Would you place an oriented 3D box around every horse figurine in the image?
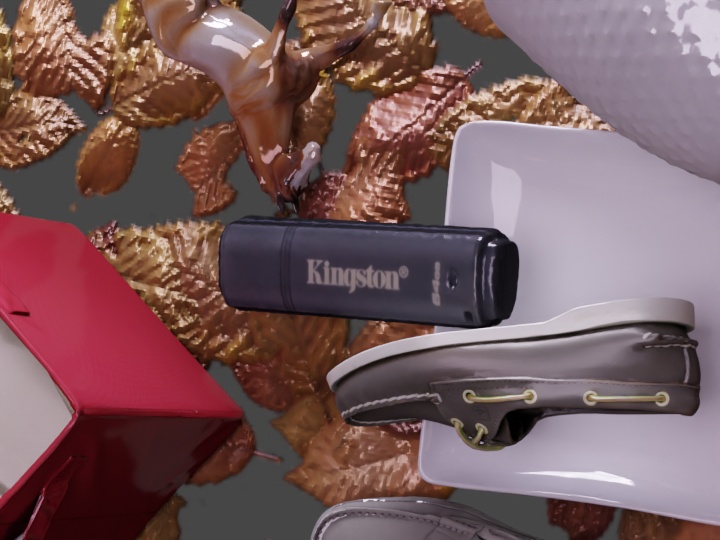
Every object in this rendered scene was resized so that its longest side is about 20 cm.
[{"bbox_3d":[-0.073,-0.145,1.311,0.200,0.050,0.133,41,121,15],"label":"horse figurine"}]

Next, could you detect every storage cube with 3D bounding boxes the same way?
[{"bbox_3d":[-0.210,0.080,1.296,0.200,0.180,0.171,46,105,23],"label":"storage cube"}]

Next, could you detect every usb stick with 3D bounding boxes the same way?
[{"bbox_3d":[0.000,0.000,1.258,0.200,0.033,0.055,4,87,40],"label":"usb stick"}]

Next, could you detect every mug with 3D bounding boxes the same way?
[{"bbox_3d":[0.188,-0.145,1.128,0.200,0.148,0.175,-49,60,9],"label":"mug"}]

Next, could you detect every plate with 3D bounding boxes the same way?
[{"bbox_3d":[0.135,0.025,1.212,0.200,0.032,0.200,5,89,27],"label":"plate"}]

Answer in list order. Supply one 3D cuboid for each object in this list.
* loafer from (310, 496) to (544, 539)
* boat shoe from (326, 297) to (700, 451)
[{"bbox_3d":[0.058,0.162,1.218,0.200,0.070,0.070,9,90,26],"label":"loafer"},{"bbox_3d":[0.077,0.060,1.181,0.202,0.072,0.060,-11,76,22],"label":"boat shoe"}]
